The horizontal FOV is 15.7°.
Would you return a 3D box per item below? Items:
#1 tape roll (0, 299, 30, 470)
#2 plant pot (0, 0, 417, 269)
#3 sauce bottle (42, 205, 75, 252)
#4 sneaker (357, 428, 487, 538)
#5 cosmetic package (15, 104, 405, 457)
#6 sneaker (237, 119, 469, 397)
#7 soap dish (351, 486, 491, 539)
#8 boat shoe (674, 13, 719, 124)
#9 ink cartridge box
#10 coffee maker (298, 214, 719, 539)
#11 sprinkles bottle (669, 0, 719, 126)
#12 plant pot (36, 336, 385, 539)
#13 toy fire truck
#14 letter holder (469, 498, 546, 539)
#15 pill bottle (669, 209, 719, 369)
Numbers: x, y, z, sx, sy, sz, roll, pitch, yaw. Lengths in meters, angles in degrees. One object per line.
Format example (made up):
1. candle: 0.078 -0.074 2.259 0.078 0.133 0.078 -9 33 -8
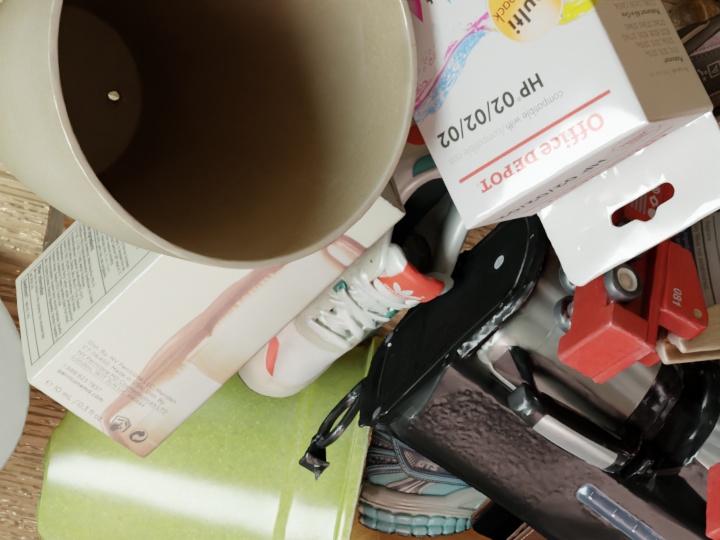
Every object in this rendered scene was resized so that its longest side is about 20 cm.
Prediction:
1. tape roll: -0.303 0.080 1.458 0.203 0.203 0.139 15 141 -24
2. plant pot: -0.104 -0.091 1.246 0.187 0.187 0.200 20 168 -29
3. sauce bottle: -0.076 -0.007 1.469 0.200 0.066 0.066 6 144 -14
4. sneaker: 0.088 0.107 1.613 0.200 0.086 0.078 -10 -162 -39
5. cosmetic package: -0.082 -0.011 1.367 0.087 0.103 0.200 37 111 -29
6. sneaker: 0.001 0.000 1.401 0.070 0.093 0.200 28 108 -31
7. soap dish: 0.013 0.230 1.796 0.157 0.081 0.200 22 139 -31
8. boat shoe: 0.210 -0.113 1.279 0.200 0.057 0.067 -27 113 -5
9. ink cartridge box: 0.083 -0.098 1.230 0.115 0.200 0.068 -31 170 34
10. coffee maker: 0.111 0.087 1.402 0.200 0.135 0.192 38 141 -15
11. sprinkles bottle: 0.255 -0.093 1.365 0.200 0.068 0.068 11 143 -17
12. plant pot: -0.092 0.120 1.563 0.184 0.200 0.200 12 144 0
13. toy fire truck: 0.168 0.026 1.313 0.141 0.200 0.049 28 141 -22
14. letter holder: 0.165 0.170 1.565 0.200 0.101 0.142 20 142 -15
15. pill bottle: 0.205 0.009 1.469 0.200 0.111 0.111 -12 144 13
